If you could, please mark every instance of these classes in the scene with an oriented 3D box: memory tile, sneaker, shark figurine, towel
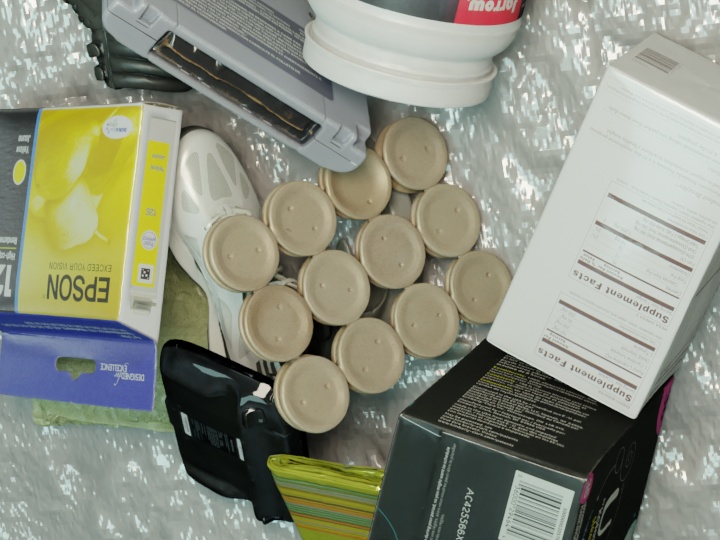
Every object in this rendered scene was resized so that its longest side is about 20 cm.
[{"bbox_3d":[0.000,0.000,1.705,0.017,0.200,0.153,-17,102,59],"label":"memory tile"},{"bbox_3d":[-0.186,-0.180,1.791,0.200,0.071,0.099,20,107,13],"label":"sneaker"},{"bbox_3d":[0.006,-0.001,1.752,0.128,0.089,0.215,12,111,19],"label":"shark figurine"},{"bbox_3d":[0.001,0.187,1.782,0.086,0.018,0.200,10,147,24],"label":"towel"},{"bbox_3d":[-0.064,-0.003,1.740,0.115,0.076,0.201,-1,109,56],"label":"sneaker"},{"bbox_3d":[-0.155,0.043,1.863,0.200,0.036,0.149,1,104,24],"label":"towel"}]

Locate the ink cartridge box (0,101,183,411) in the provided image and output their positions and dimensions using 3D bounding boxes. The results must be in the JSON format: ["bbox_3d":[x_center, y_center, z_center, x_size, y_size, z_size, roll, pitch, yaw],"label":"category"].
[{"bbox_3d":[-0.199,-0.012,1.782,0.198,0.047,0.200,2,82,51],"label":"ink cartridge box"}]

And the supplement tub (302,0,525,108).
[{"bbox_3d":[0.044,-0.216,1.642,0.140,0.140,0.200,20,112,18],"label":"supplement tub"}]

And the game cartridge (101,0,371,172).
[{"bbox_3d":[-0.081,-0.153,1.674,0.200,0.133,0.042,31,117,-27],"label":"game cartridge"}]

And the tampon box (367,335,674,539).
[{"bbox_3d":[0.102,0.143,1.685,0.126,0.200,0.150,19,113,17],"label":"tampon box"}]

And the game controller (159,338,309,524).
[{"bbox_3d":[-0.083,0.110,1.776,0.104,0.042,0.200,32,157,18],"label":"game controller"}]

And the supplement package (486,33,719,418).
[{"bbox_3d":[0.178,-0.029,1.652,0.109,0.114,0.200,28,113,13],"label":"supplement package"}]
